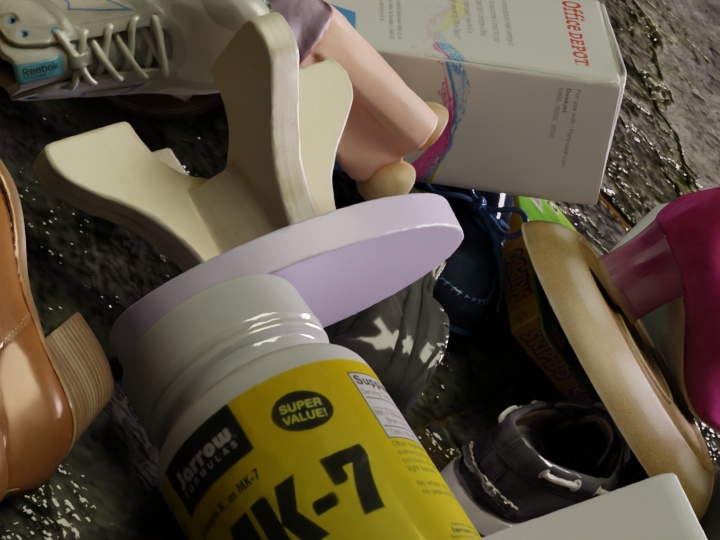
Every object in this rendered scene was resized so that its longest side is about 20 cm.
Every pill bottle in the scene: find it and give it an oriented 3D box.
[{"bbox_3d":[-0.022,0.107,1.258,0.114,0.114,0.200,6,42,-52],"label":"pill bottle"}]

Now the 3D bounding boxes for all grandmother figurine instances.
[{"bbox_3d":[-0.031,-0.126,1.477,0.200,0.060,0.122,44,57,-36],"label":"grandmother figurine"}]

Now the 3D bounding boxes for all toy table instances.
[{"bbox_3d":[-0.057,-0.032,1.375,0.199,0.184,0.118,-14,70,-47],"label":"toy table"}]

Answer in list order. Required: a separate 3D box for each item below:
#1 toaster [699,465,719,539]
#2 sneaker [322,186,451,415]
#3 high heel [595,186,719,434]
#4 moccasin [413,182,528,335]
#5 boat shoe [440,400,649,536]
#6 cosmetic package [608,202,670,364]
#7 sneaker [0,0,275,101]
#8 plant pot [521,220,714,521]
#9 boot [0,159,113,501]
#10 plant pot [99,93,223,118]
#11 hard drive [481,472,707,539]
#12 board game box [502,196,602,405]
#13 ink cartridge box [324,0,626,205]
[{"bbox_3d":[0.288,0.178,1.598,0.181,0.119,0.200,41,25,-6],"label":"toaster"},{"bbox_3d":[0.000,0.000,1.515,0.090,0.076,0.200,28,25,-14],"label":"sneaker"},{"bbox_3d":[0.216,0.024,1.633,0.200,0.096,0.068,51,12,-42],"label":"high heel"},{"bbox_3d":[0.053,-0.042,1.657,0.080,0.068,0.200,31,27,-24],"label":"moccasin"},{"bbox_3d":[0.116,0.102,1.531,0.200,0.060,0.074,1,46,-56],"label":"boat shoe"},{"bbox_3d":[0.244,0.010,1.688,0.074,0.200,0.102,-44,110,-25],"label":"cosmetic package"},{"bbox_3d":[-0.137,-0.112,1.411,0.087,0.199,0.075,-53,140,-54],"label":"sneaker"},{"bbox_3d":[0.153,0.053,1.595,0.201,0.027,0.200,58,9,-14],"label":"plant pot"},{"bbox_3d":[-0.200,0.015,1.187,0.201,0.076,0.155,58,27,-4],"label":"boot"},{"bbox_3d":[-0.105,-0.191,1.560,0.186,0.187,0.201,27,45,-30],"label":"plant pot"},{"bbox_3d":[0.126,0.197,1.332,0.026,0.131,0.201,75,-5,-47],"label":"hard drive"},{"bbox_3d":[0.117,0.014,1.686,0.096,0.030,0.200,49,17,-30],"label":"board game box"},{"bbox_3d":[0.046,-0.112,1.625,0.199,0.085,0.145,7,24,-3],"label":"ink cartridge box"}]
